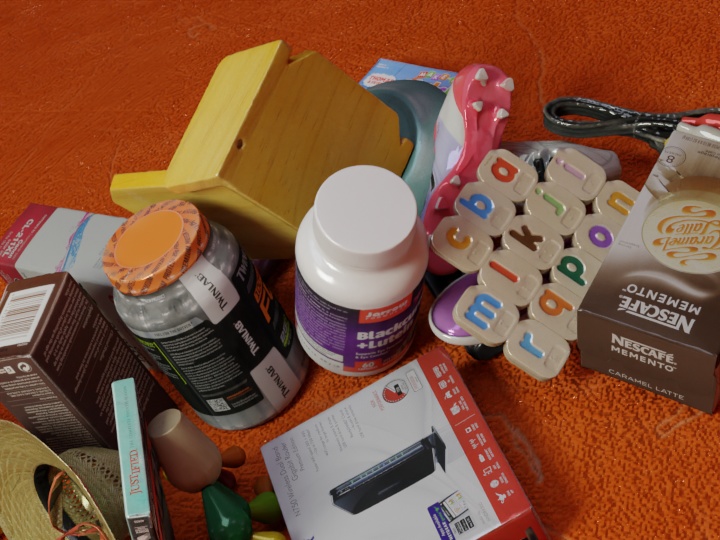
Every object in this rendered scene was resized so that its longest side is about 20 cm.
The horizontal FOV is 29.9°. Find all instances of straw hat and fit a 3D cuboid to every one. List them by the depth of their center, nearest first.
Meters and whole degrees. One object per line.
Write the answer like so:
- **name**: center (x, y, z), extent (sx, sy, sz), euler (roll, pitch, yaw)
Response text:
- **straw hat**: center (-0.230, 0.194, 1.144), extent (0.201, 0.202, 0.085), euler (14, 35, 41)

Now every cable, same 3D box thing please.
- **cable**: center (0.266, -0.135, 1.212), extent (0.199, 0.050, 0.097), euler (25, 58, 21)

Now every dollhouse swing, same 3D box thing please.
- **dollhouse swing**: center (-0.097, -0.103, 1.240), extent (0.175, 0.200, 0.182), euler (19, 81, 44)

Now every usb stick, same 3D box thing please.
- **usb stick**: center (0.088, 0.008, 1.224), extent (0.055, 0.033, 0.200), euler (-35, 39, 5)

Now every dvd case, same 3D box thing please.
- **dvd case**: center (-0.160, 0.204, 1.045), extent (0.022, 0.201, 0.146), euler (-12, 39, -6)

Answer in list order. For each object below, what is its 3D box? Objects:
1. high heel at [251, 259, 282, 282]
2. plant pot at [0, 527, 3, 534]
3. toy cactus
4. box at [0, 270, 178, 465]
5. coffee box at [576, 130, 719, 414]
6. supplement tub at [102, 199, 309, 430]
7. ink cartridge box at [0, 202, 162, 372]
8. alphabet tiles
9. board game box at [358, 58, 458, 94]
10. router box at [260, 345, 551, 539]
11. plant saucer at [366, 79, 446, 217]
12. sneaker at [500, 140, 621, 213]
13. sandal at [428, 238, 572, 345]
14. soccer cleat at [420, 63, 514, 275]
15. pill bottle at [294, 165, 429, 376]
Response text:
- **high heel**: center (-0.167, -0.024, 1.395), extent (0.199, 0.068, 0.096), euler (9, 58, 22)
- **plant pot**: center (-0.445, 0.196, 1.246), extent (0.200, 0.182, 0.199), euler (-40, 40, -12)
- **toy cactus**: center (-0.123, 0.180, 1.071), extent (0.102, 0.165, 0.200), euler (-27, 30, 5)
- **box**: center (-0.250, 0.105, 1.203), extent (0.075, 0.200, 0.100), euler (-11, 42, 26)
- **coffee box**: center (0.262, -0.003, 1.065), extent (0.114, 0.080, 0.200), euler (19, 58, 23)
- **supplement tub**: center (-0.138, 0.039, 1.200), extent (0.122, 0.200, 0.123), euler (-17, 42, 16)
- **ink cartridge box**: center (-0.248, 0.018, 1.337), extent (0.199, 0.146, 0.083), euler (10, 55, 39)
- **alphabet tiles**: center (0.162, -0.008, 1.118), extent (0.195, 0.015, 0.200), euler (34, 64, 4)
- **board game box**: center (0.019, -0.137, 1.418), extent (0.151, 0.037, 0.200), euler (19, 62, 44)
- **router box**: center (0.029, 0.176, 1.068), extent (0.179, 0.049, 0.200), euler (-30, 39, 1)
- **plant saucer**: center (0.008, -0.104, 1.316), extent (0.199, 0.036, 0.201), euler (-20, 57, 33)
- **sneaker**: center (0.156, -0.091, 1.267), extent (0.081, 0.075, 0.200), euler (-20, 20, -36)
- **sandal**: center (0.143, -0.002, 1.151), extent (0.202, 0.050, 0.082), euler (-25, 39, -19)
- **soccer cleat**: center (0.090, -0.091, 1.227), extent (0.076, 0.066, 0.201), euler (175, 109, -69)
- **pill bottle**: center (0.000, 0.000, 1.138), extent (0.111, 0.200, 0.112), euler (1, 61, -2)
